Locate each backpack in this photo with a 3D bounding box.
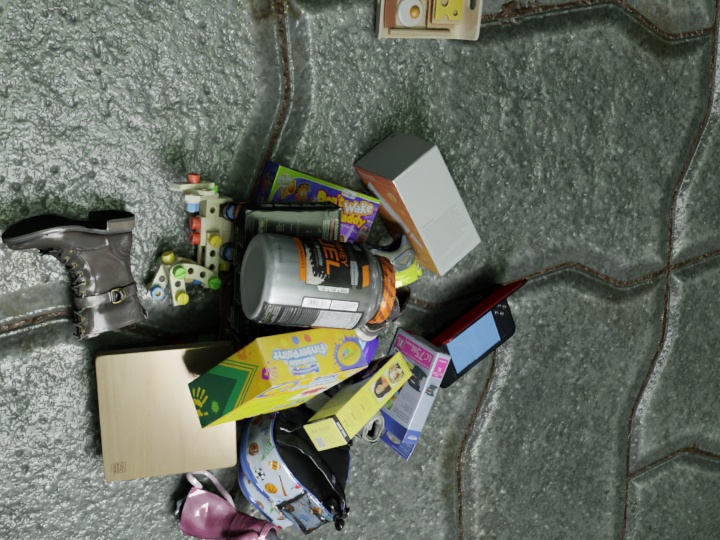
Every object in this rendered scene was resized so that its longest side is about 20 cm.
[{"bbox_3d":[-0.111,0.307,1.479,0.153,0.201,0.191,-27,116,16],"label":"backpack"}]

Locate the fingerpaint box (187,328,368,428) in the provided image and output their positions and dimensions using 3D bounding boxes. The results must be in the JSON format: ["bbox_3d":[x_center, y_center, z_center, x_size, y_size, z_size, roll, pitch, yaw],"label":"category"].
[{"bbox_3d":[-0.116,0.147,1.302,0.199,0.166,0.074,-6,69,-50],"label":"fingerpaint box"}]

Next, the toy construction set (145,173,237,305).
[{"bbox_3d":[-0.239,-0.051,1.327,0.130,0.092,0.202,-3,119,-32],"label":"toy construction set"}]

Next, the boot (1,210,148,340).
[{"bbox_3d":[-0.387,0.013,1.260,0.198,0.069,0.177,-8,110,-33],"label":"boot"}]

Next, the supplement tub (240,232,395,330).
[{"bbox_3d":[-0.058,0.018,1.268,0.197,0.122,0.124,5,104,-27],"label":"supplement tub"}]

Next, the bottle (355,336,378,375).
[{"bbox_3d":[-0.069,0.094,1.474,0.199,0.065,0.084,30,87,-19],"label":"bottle"}]

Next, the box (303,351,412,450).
[{"bbox_3d":[-0.002,0.206,1.463,0.200,0.075,0.050,-41,102,-46],"label":"box"}]

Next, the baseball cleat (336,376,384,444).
[{"bbox_3d":[-0.001,0.204,1.558,0.069,0.106,0.202,-27,118,-16],"label":"baseball cleat"}]

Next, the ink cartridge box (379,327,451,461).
[{"bbox_3d":[0.076,0.216,1.604,0.042,0.119,0.203,13,100,-38],"label":"ink cartridge box"}]

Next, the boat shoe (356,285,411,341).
[{"bbox_3d":[0.032,0.058,1.492,0.065,0.072,0.200,-41,174,22],"label":"boat shoe"}]

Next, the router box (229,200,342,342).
[{"bbox_3d":[-0.111,0.000,1.343,0.148,0.062,0.203,-1,106,-23],"label":"router box"}]

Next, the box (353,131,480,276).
[{"bbox_3d":[0.094,-0.110,1.495,0.097,0.124,0.201,-39,123,-14],"label":"box"}]

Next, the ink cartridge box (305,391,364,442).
[{"bbox_3d":[-0.070,0.214,1.523,0.037,0.094,0.200,-52,126,-7],"label":"ink cartridge box"}]

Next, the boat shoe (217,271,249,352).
[{"bbox_3d":[-0.185,0.105,1.425,0.070,0.070,0.203,-15,116,-29],"label":"boat shoe"}]

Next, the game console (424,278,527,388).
[{"bbox_3d":[0.221,0.118,1.665,0.199,0.118,0.174,-34,122,-18],"label":"game console"}]

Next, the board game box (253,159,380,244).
[{"bbox_3d":[-0.077,-0.079,1.444,0.198,0.045,0.136,15,98,-36],"label":"board game box"}]

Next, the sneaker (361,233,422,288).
[{"bbox_3d":[0.000,0.000,1.456,0.198,0.074,0.082,-22,111,-18],"label":"sneaker"}]

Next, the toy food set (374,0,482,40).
[{"bbox_3d":[0.111,-0.435,1.429,0.198,0.060,0.146,-7,110,-31],"label":"toy food set"}]

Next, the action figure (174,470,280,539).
[{"bbox_3d":[-0.189,0.409,1.462,0.134,0.197,0.151,16,84,-66],"label":"action figure"}]

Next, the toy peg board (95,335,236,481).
[{"bbox_3d":[-0.294,0.196,1.387,0.196,0.098,0.203,-4,108,-15],"label":"toy peg board"}]
